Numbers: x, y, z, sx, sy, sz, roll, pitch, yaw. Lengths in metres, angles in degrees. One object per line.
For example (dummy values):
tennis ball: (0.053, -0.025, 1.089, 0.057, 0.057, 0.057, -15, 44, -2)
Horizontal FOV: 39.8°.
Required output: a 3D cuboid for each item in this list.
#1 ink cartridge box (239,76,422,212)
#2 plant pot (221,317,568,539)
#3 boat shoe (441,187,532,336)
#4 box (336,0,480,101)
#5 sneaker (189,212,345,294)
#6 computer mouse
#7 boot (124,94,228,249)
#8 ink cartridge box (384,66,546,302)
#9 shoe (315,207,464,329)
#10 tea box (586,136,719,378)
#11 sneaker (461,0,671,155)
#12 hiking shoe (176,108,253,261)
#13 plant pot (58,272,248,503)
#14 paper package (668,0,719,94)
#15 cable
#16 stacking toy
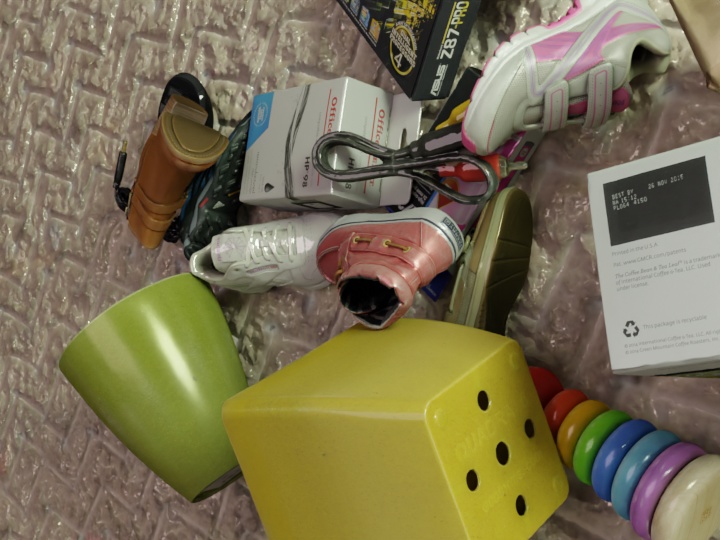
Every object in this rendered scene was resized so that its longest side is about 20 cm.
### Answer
ink cartridge box: (-0.033, -0.123, 0.989, 0.199, 0.066, 0.117, 1, 81, 50)
plant pot: (0.045, 0.151, 0.789, 0.175, 0.199, 0.202, -14, 99, 43)
boat shoe: (0.100, 0.023, 0.881, 0.063, 0.073, 0.203, 19, 106, 36)
box: (0.042, -0.282, 0.925, 0.201, 0.049, 0.162, 60, 145, 35)
sneaker: (-0.094, -0.014, 1.035, 0.198, 0.099, 0.076, -16, 73, 38)
computer mouse: (-0.235, -0.147, 1.206, 0.140, 0.046, 0.202, 26, 111, 33)
boot: (-0.205, -0.092, 1.070, 0.156, 0.073, 0.200, -64, 18, 15)
ink cartridge box: (0.085, -0.078, 0.928, 0.095, 0.037, 0.201, 46, 117, 34)
shoe: (0.000, 0.000, 0.889, 0.199, 0.091, 0.072, -9, 121, 55)
tea box: (0.282, -0.009, 0.639, 0.198, 0.196, 0.136, -14, 76, 40)
sneaker: (0.168, -0.152, 0.791, 0.199, 0.081, 0.088, -38, 68, -5)
hiking shoe: (-0.153, -0.106, 1.113, 0.201, 0.074, 0.087, -57, 42, 13)
plant pot: (-0.193, 0.139, 1.075, 0.187, 0.186, 0.201, -43, 75, 30)
paper package: (0.324, -0.184, 0.622, 0.199, 0.189, 0.105, -26, 72, 37)
cable: (0.053, -0.095, 0.884, 0.198, 0.050, 0.098, -11, 85, 29)
stacking toy: (0.190, 0.136, 0.789, 0.199, 0.085, 0.086, 35, 108, 42)
